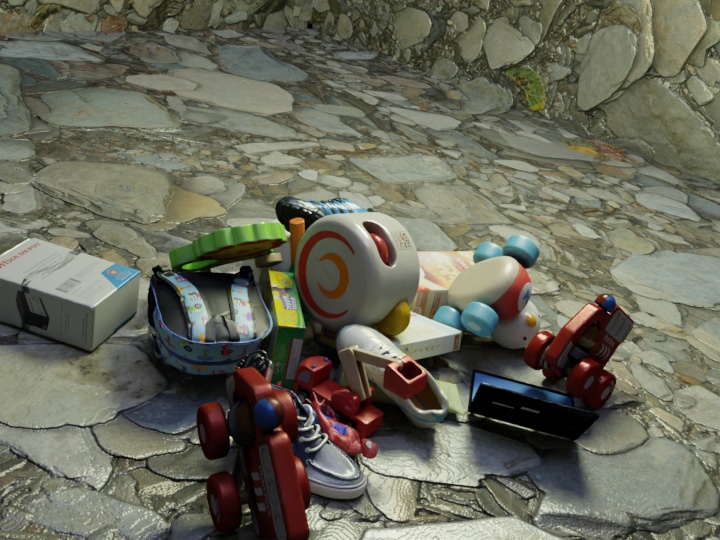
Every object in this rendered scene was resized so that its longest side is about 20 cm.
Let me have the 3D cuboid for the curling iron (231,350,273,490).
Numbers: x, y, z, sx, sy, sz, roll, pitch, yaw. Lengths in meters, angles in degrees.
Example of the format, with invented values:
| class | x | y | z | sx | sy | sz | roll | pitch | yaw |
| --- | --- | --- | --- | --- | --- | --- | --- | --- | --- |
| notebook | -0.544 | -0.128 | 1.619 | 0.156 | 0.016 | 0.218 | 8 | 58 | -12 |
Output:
| class | x | y | z | sx | sy | sz | roll | pitch | yaw |
| --- | --- | --- | --- | --- | --- | --- | --- | --- | --- |
| curling iron | -0.147 | 0.199 | 1.078 | 0.049 | 0.026 | 0.201 | 0 | 66 | 14 |

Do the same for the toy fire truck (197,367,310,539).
| class | x | y | z | sx | sy | sz | roll | pitch | yaw |
| --- | --- | --- | --- | --- | --- | --- | --- | --- | --- |
| toy fire truck | -0.111 | 0.210 | 0.966 | 0.111 | 0.201 | 0.168 | -7 | -12 | -25 |

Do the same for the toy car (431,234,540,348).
| class | x | y | z | sx | sy | sz | roll | pitch | yaw |
| --- | --- | --- | --- | --- | --- | --- | --- | --- | --- |
| toy car | 0.267 | 0.074 | 1.484 | 0.200 | 0.185 | 0.177 | 42 | -23 | -16 |

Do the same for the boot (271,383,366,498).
| class | x | y | z | sx | sy | sz | roll | pitch | yaw |
| --- | --- | --- | --- | --- | --- | --- | --- | --- | --- |
| boot | -0.077 | 0.222 | 1.109 | 0.199 | 0.091 | 0.073 | 21 | 27 | 18 |

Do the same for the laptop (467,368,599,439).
| class | x | y | z | sx | sy | sz | roll | pitch | yaw |
| --- | --- | --- | --- | --- | --- | --- | --- | --- | --- |
| laptop | 0.265 | 0.189 | 1.308 | 0.176 | 0.200 | 0.104 | 14 | 64 | 5 |

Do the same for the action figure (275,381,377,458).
| class | x | y | z | sx | sy | sz | roll | pitch | yaw |
| --- | --- | --- | --- | --- | --- | --- | --- | --- | --- |
| action figure | -0.057 | 0.209 | 1.180 | 0.199 | 0.052 | 0.065 | 29 | -10 | 29 |

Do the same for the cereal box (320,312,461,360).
| class | x | y | z | sx | sy | sz | roll | pitch | yaw |
| --- | --- | --- | --- | --- | --- | --- | --- | --- | --- |
| cereal box | 0.053 | 0.110 | 1.404 | 0.199 | 0.040 | 0.143 | -5 | 18 | -42 |

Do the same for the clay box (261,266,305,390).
| class | x | y | z | sx | sy | sz | roll | pitch | yaw |
| --- | --- | --- | --- | --- | --- | --- | --- | --- | --- |
| clay box | -0.128 | 0.085 | 1.336 | 0.047 | 0.116 | 0.200 | 6 | 27 | -14 |

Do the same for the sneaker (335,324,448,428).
| class | x | y | z | sx | sy | sz | roll | pitch | yaw |
| --- | --- | --- | --- | --- | --- | --- | --- | --- | --- |
| sneaker | 0.051 | 0.147 | 1.240 | 0.200 | 0.081 | 0.077 | 40 | 69 | 3 |

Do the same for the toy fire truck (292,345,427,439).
| class | x | y | z | sx | sy | sz | roll | pitch | yaw |
| --- | --- | --- | --- | --- | --- | --- | --- | --- | --- |
| toy fire truck | -0.008 | 0.160 | 1.205 | 0.199 | 0.142 | 0.049 | 28 | 30 | 30 |

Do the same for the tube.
| class | x | y | z | sx | sy | sz | roll | pitch | yaw |
| --- | --- | --- | --- | --- | --- | --- | --- | --- | --- |
| tube | 0.061 | 0.182 | 1.302 | 0.199 | 0.052 | 0.058 | 12 | 68 | -10 |

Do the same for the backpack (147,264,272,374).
| class | x | y | z | sx | sy | sz | roll | pitch | yaw |
| --- | --- | --- | --- | --- | --- | --- | --- | --- | --- |
| backpack | -0.225 | 0.089 | 1.263 | 0.181 | 0.135 | 0.200 | 1 | 27 | -22 |

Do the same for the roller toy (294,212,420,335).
| class | x | y | z | sx | sy | sz | roll | pitch | yaw |
| --- | --- | --- | --- | --- | --- | --- | --- | --- | --- |
| roller toy | 0.000 | 0.000 | 1.349 | 0.199 | 0.184 | 0.139 | 19 | 18 | 40 |

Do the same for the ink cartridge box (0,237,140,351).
| class | x | y | z | sx | sy | sz | roll | pitch | yaw |
| --- | --- | --- | --- | --- | --- | --- | --- | --- | --- |
| ink cartridge box | -0.472 | 0.034 | 1.324 | 0.199 | 0.084 | 0.145 | 17 | 26 | 9 |

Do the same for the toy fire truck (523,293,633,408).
| class | x | y | z | sx | sy | sz | roll | pitch | yaw |
| --- | --- | --- | --- | --- | --- | --- | --- | --- | --- |
| toy fire truck | 0.373 | 0.121 | 1.386 | 0.112 | 0.168 | 0.200 | 33 | 1 | 38 |

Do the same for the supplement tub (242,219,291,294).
| class | x | y | z | sx | sy | sz | roll | pitch | yaw |
| --- | --- | --- | --- | --- | --- | --- | --- | --- | --- |
| supplement tub | -0.103 | -0.020 | 1.524 | 0.199 | 0.146 | 0.145 | 0 | 28 | -23 |

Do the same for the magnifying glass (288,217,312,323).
| class | x | y | z | sx | sy | sz | roll | pitch | yaw |
| --- | --- | --- | --- | --- | --- | --- | --- | --- | --- |
| magnifying glass | -0.103 | 0.005 | 1.412 | 0.079 | 0.201 | 0.022 | -18 | 34 | -28 |

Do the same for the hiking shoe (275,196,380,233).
| class | x | y | z | sx | sy | sz | roll | pitch | yaw |
| --- | --- | --- | --- | --- | --- | --- | --- | --- | --- |
| hiking shoe | -0.057 | -0.091 | 1.462 | 0.199 | 0.074 | 0.087 | 19 | 45 | -23 |

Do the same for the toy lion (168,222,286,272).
| class | x | y | z | sx | sy | sz | roll | pitch | yaw |
| --- | --- | --- | --- | --- | --- | --- | --- | --- | --- |
| toy lion | -0.213 | -0.035 | 1.338 | 0.199 | 0.069 | 0.192 | -13 | -6 | 5 |

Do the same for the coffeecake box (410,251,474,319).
| class | x | y | z | sx | sy | sz | roll | pitch | yaw |
| --- | --- | --- | --- | --- | --- | --- | --- | --- | --- |
| coffeecake box | 0.156 | 0.028 | 1.624 | 0.199 | 0.073 | 0.154 | -1 | 30 | -24 |
